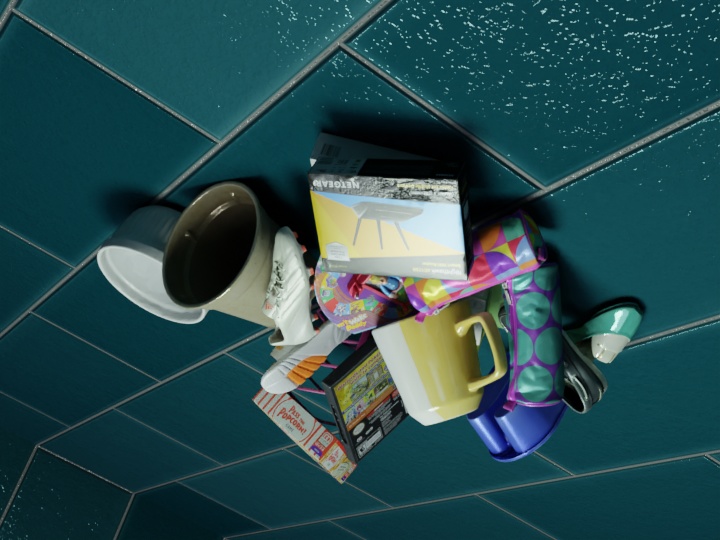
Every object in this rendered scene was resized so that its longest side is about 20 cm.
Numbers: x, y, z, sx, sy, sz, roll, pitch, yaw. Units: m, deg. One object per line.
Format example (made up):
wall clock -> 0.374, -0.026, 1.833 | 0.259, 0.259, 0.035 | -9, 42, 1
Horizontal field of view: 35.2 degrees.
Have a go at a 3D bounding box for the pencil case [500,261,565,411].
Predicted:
pencil case -> 0.237, 0.089, 1.579 | 0.092, 0.203, 0.085 | -8, -174, -28

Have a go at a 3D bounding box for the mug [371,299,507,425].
mug -> 0.111, 0.134, 1.613 | 0.148, 0.155, 0.187 | -16, 175, -13

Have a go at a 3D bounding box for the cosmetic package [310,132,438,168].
cosmetic package -> 0.037, -0.102, 1.524 | 0.198, 0.052, 0.151 | 15, 150, 10

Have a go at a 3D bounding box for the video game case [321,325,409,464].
video game case -> 0.036, 0.174, 1.749 | 0.025, 0.200, 0.182 | 28, 147, 39

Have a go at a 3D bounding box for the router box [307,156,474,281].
router box -> 0.041, -0.066, 1.444 | 0.198, 0.051, 0.151 | 4, 124, 20

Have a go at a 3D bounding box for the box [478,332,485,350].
box -> 0.128, 0.145, 1.879 | 0.050, 0.076, 0.200 | 30, 152, -14

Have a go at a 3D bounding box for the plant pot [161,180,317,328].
plant pot -> -0.165, -0.005, 1.712 | 0.199, 0.203, 0.183 | -5, 155, 40

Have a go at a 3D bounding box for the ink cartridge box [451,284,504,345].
ink cartridge box -> 0.190, 0.063, 1.722 | 0.198, 0.048, 0.146 | 18, 152, 11

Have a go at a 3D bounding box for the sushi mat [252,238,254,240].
sushi mat -> -0.224, -0.028, 1.870 | 0.095, 0.012, 0.200 | 26, 151, -7

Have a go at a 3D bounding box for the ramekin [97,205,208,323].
ramekin -> -0.316, -0.015, 1.838 | 0.198, 0.106, 0.201 | 20, 151, 12

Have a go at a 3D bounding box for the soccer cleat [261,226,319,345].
soccer cleat -> -0.106, 0.030, 1.612 | 0.077, 0.069, 0.202 | -17, 129, -14

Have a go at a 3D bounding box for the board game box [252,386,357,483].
board game box -> -0.087, 0.263, 1.832 | 0.151, 0.046, 0.200 | 39, 170, 19

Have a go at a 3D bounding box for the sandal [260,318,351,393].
sandal -> -0.079, 0.108, 1.753 | 0.059, 0.206, 0.079 | 41, 164, 33

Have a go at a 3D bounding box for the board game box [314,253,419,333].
board game box -> 0.035, 0.019, 1.613 | 0.198, 0.039, 0.159 | -16, 120, -5

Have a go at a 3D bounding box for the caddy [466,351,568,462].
caddy -> 0.262, 0.210, 1.783 | 0.105, 0.200, 0.141 | 49, 148, -19

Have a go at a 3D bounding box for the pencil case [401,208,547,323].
pencil case -> 0.150, -0.007, 1.511 | 0.199, 0.089, 0.088 | -27, 132, 22

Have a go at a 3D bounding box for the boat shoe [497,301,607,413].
boat shoe -> 0.271, 0.126, 1.643 | 0.200, 0.062, 0.073 | 43, 148, -2

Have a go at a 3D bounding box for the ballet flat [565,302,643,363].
ballet flat -> 0.348, 0.108, 1.666 | 0.067, 0.071, 0.200 | 15, 155, -20

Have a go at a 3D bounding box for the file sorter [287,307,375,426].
file sorter -> -0.018, 0.141, 1.836 | 0.124, 0.202, 0.139 | 7, 151, 30
